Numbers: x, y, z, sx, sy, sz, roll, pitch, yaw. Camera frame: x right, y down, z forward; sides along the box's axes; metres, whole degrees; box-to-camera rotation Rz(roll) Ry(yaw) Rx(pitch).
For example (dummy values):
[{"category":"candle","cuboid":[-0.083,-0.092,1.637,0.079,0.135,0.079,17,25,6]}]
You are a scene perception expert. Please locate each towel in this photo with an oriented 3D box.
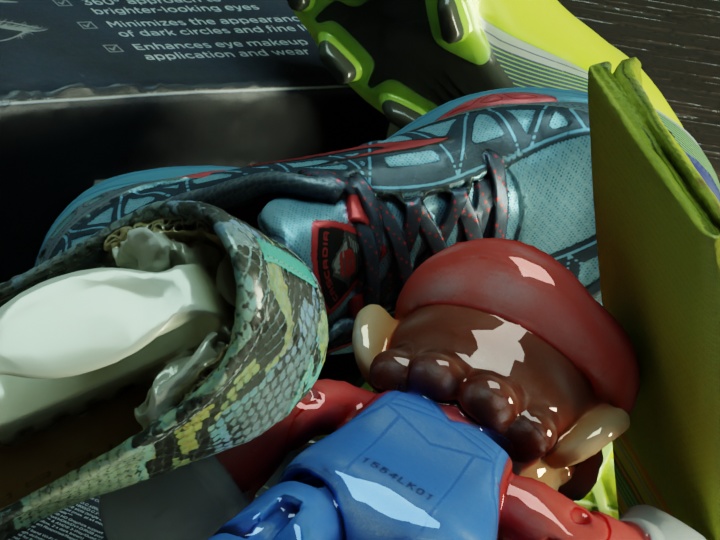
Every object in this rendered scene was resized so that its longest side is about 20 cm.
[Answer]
[{"category":"towel","cuboid":[0.090,0.043,0.729,0.018,0.200,0.086,-17,40,-10]}]

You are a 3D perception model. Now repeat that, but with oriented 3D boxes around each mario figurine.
[{"category":"mario figurine","cuboid":[0.013,0.074,0.684,0.123,0.106,0.200,55,38,-8]}]

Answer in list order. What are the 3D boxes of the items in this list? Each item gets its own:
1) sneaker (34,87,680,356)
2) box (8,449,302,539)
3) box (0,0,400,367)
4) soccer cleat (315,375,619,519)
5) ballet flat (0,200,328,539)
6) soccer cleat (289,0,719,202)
[{"category":"sneaker","cuboid":[0.000,0.000,0.766,0.200,0.079,0.096,-13,8,6]},{"category":"box","cuboid":[-0.029,0.106,0.711,0.200,0.049,0.161,22,28,17]},{"category":"box","cuboid":[-0.110,-0.055,0.915,0.197,0.117,0.200,-5,32,-35]},{"category":"soccer cleat","cuboid":[0.078,0.060,0.839,0.200,0.065,0.084,-3,33,-32]},{"category":"ballet flat","cuboid":[-0.105,0.037,0.635,0.200,0.074,0.074,-28,34,-2]},{"category":"soccer cleat","cuboid":[0.042,-0.071,0.851,0.200,0.065,0.084,49,29,-6]}]
